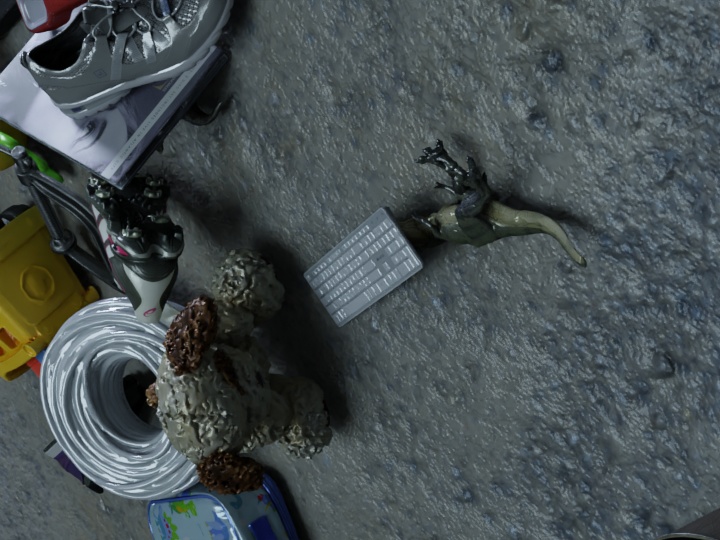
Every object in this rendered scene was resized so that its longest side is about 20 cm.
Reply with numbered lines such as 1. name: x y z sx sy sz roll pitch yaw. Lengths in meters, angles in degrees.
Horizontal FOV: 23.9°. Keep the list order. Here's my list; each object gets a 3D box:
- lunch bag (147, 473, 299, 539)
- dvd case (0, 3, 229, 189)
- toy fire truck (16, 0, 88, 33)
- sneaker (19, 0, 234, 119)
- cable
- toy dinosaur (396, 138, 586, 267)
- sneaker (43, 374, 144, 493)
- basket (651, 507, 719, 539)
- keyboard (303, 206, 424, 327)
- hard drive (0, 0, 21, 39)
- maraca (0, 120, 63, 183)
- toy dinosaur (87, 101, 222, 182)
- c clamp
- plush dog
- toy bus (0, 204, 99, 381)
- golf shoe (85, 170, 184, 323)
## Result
1. lunch bag: -0.115 0.295 1.669 0.161 0.082 0.200 -16 99 53
2. dvd case: -0.227 -0.166 1.482 0.200 0.149 0.016 29 166 35
3. toy fire truck: -0.274 -0.316 1.456 0.168 0.112 0.200 -15 98 49
4. sneaker: -0.192 -0.195 1.405 0.200 0.082 0.075 -31 54 19
5. cable: -0.210 0.119 1.631 0.200 0.069 0.200 40 117 12
6. toy dinosaur: 0.083 -0.048 1.259 0.200 0.047 0.088 6 134 53
7. sneaker: -0.255 0.176 1.785 0.088 0.076 0.200 47 146 -4
8. basket: 0.296 0.184 1.032 0.180 0.200 0.136 36 136 31
9. keyboard: 0.000 0.000 1.384 0.056 0.011 0.200 61 156 4
10. hard drive: -0.362 -0.305 1.630 0.200 0.038 0.140 -30 88 53
11. maraca: -0.381 -0.143 1.694 0.200 0.107 0.137 32 176 16
12. toy dinosaur: -0.207 -0.143 1.511 0.200 0.102 0.077 -22 135 38
13. c clamp: -0.287 -0.053 1.647 0.171 0.027 0.200 26 155 27
14. plush dog: -0.127 0.099 1.458 0.160 0.172 0.200 -18 99 9
15. toy bus: -0.359 0.050 1.784 0.192 0.136 0.200 49 145 -10
16. golf shoe: -0.206 -0.029 1.525 0.200 0.077 0.088 -116 29 -62
